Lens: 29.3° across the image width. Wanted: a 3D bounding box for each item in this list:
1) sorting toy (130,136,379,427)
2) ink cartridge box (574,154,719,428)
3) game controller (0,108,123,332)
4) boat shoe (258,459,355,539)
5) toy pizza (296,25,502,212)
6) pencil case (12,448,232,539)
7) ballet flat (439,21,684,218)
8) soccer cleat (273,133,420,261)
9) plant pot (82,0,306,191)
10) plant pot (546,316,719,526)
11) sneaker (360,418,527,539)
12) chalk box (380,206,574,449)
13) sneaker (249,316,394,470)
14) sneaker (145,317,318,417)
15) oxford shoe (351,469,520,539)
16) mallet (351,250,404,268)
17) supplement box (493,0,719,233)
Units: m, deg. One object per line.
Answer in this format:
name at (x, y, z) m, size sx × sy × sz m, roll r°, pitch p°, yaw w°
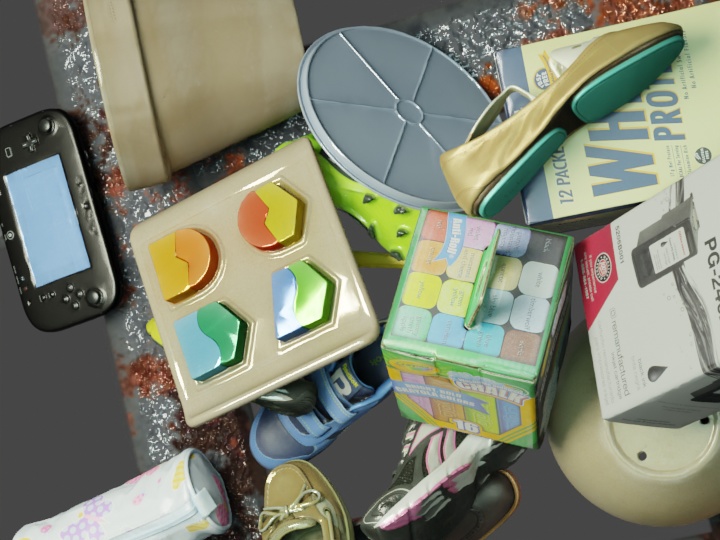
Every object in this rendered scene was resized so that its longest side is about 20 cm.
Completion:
sorting toy at (-0.095, 0.006, 1.143) m, size 0.184 × 0.036 × 0.201 m, roll -26°, pitch 66°, yaw 15°
ink cartridge box at (0.252, 0.011, 0.968) m, size 0.083 × 0.200 × 0.146 m, roll 9°, pitch 63°, yaw -29°
game controller at (-0.287, -0.046, 1.283) m, size 0.104 × 0.042 × 0.201 m, roll -18°, pitch 84°, yaw 11°
boat shoe at (-0.047, 0.239, 1.144) m, size 0.073 × 0.063 × 0.201 m, roll -28°, pitch 50°, yaw 18°
toy pizza at (0.035, -0.125, 1.164) m, size 0.200 × 0.200 × 0.032 m, roll 47°, pitch 136°, yaw 9°
pencil case at (-0.215, 0.233, 1.236) m, size 0.199 × 0.091 × 0.083 m, roll -26°, pitch 83°, yaw 9°
ballet flat at (0.138, -0.122, 0.983) m, size 0.200 × 0.069 × 0.063 m, roll -40°, pitch 67°, yaw 7°
soccer cleat at (0.014, -0.068, 1.192) m, size 0.199 × 0.081 × 0.068 m, roll 28°, pitch 133°, yaw 21°
plant pot at (-0.138, -0.184, 1.194) m, size 0.173 × 0.200 × 0.201 m, roll -13°, pitch 86°, yaw -5°
plant pot at (0.244, 0.117, 1.122) m, size 0.199 × 0.134 × 0.202 m, roll 0°, pitch 89°, yaw 12°
sneaker at (0.064, 0.158, 1.161) m, size 0.086 × 0.200 × 0.081 m, roll 30°, pitch 139°, yaw 32°
chalk box at (0.092, 0.038, 1.063) m, size 0.123 × 0.200 × 0.125 m, roll 12°, pitch 65°, yaw 15°
sneaker at (-0.023, 0.104, 1.204) m, size 0.200 × 0.082 × 0.074 m, roll -39°, pitch 83°, yaw 11°
sneaker at (-0.108, 0.059, 1.202) m, size 0.199 × 0.074 × 0.085 m, roll 27°, pitch 86°, yaw 36°
oxford shoe at (0.046, 0.228, 1.191) m, size 0.199 × 0.073 × 0.071 m, roll -27°, pitch 84°, yaw 10°
mallet at (0.000, 0.000, 1.228) m, size 0.199 × 0.041 × 0.066 m, roll -5°, pitch 84°, yaw 16°
supplement box at (0.222, -0.115, 1.099) m, size 0.199 × 0.200 × 0.135 m, roll -12°, pitch 87°, yaw 11°
